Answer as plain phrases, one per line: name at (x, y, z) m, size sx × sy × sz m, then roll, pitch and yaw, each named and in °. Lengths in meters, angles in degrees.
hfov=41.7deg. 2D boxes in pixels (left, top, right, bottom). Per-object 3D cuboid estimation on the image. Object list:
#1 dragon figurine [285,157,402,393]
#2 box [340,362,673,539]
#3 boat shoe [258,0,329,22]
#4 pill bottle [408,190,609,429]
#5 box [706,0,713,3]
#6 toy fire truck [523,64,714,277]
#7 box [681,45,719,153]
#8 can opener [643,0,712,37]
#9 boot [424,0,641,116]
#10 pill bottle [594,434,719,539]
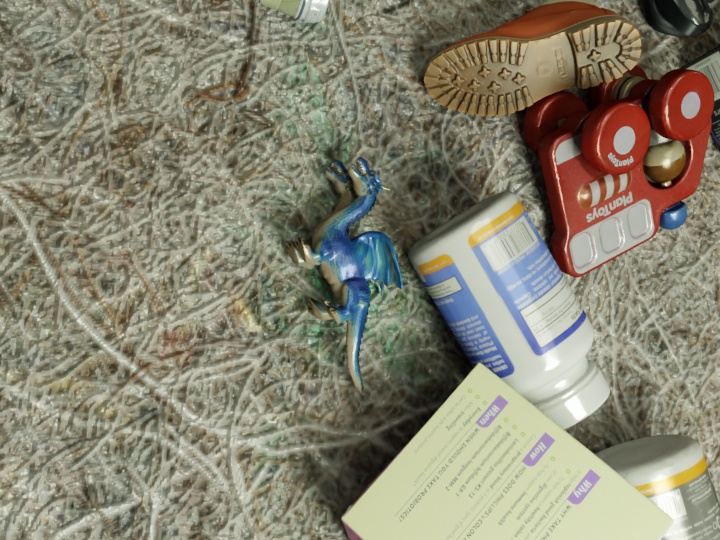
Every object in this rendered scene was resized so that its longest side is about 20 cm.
dragon figurine at (0.000, 0.000, 0.829) m, size 0.099 × 0.059 × 0.201 m, roll -22°, pitch 90°, yaw -20°
box at (0.116, 0.214, 0.778) m, size 0.200 × 0.097 × 0.176 m, roll 38°, pitch 72°, yaw 20°
boat shoe at (-0.047, -0.325, 0.848) m, size 0.062 × 0.072 × 0.202 m, roll 10°, pitch 83°, yaw -20°
pill bottle at (0.137, 0.041, 0.844) m, size 0.112 × 0.112 × 0.201 m, roll -33°, pitch 95°, yaw -20°
box at (0.364, -0.385, 0.962) m, size 0.141 × 0.079 × 0.200 m, roll 48°, pitch 49°, yaw -11°
toy fire truck at (0.259, -0.103, 0.920) m, size 0.199 × 0.112 × 0.169 m, roll -25°, pitch 116°, yaw -20°
box at (0.459, -0.217, 0.984) m, size 0.199 × 0.122 × 0.107 m, roll -26°, pitch 91°, yaw -21°
can opener at (0.302, -0.329, 0.977) m, size 0.063 × 0.079 × 0.201 m, roll -25°, pitch 83°, yaw -12°
boot at (0.155, -0.210, 0.908) m, size 0.198 × 0.108 × 0.075 m, roll -11°, pitch 126°, yaw 1°
pill bottle at (0.280, 0.262, 0.864) m, size 0.116 × 0.116 × 0.202 m, roll -16°, pitch 89°, yaw -20°
